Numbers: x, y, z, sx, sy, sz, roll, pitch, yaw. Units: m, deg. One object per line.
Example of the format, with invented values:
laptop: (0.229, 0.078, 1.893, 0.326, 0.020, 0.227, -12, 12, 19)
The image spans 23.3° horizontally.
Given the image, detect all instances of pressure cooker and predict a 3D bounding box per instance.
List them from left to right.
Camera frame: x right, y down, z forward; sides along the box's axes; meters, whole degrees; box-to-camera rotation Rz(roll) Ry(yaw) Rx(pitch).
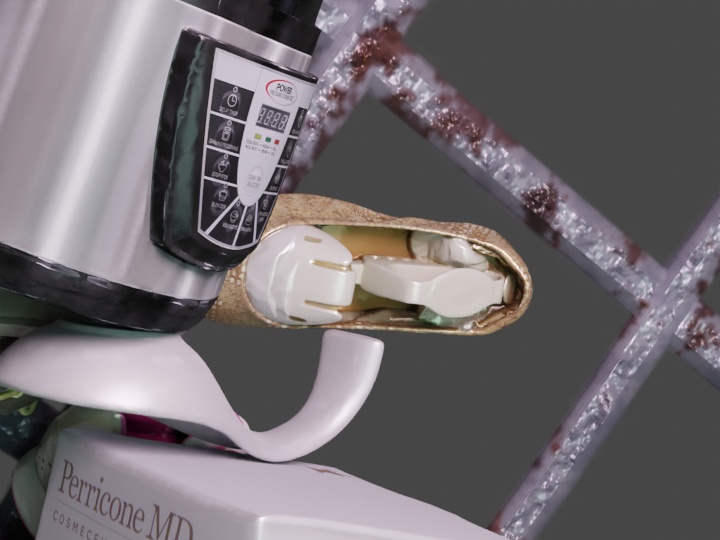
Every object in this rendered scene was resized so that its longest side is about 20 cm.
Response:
pressure cooker: (-0.111, -0.094, 0.738, 0.177, 0.176, 0.202, 20, 95, -23)

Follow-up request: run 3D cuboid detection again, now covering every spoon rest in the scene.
spoon rest: (-0.073, 0.055, 0.782, 0.199, 0.099, 0.061, 3, 94, -43)

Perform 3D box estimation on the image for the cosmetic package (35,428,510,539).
cosmetic package: (-0.046, 0.191, 0.751, 0.165, 0.167, 0.202, 14, 89, -38)

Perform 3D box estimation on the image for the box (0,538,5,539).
box: (-0.181, 0.210, 0.828, 0.199, 0.043, 0.162, 18, 70, -25)

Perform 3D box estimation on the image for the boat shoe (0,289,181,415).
boat shoe: (-0.173, 0.036, 0.808, 0.198, 0.072, 0.060, -9, 122, -24)

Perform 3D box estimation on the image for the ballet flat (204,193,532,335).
ballet flat: (0.000, 0.000, 0.873, 0.198, 0.065, 0.071, -1, 102, -23)

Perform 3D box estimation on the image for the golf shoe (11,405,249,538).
golf shoe: (-0.067, 0.113, 0.860, 0.199, 0.076, 0.092, 19, 121, -28)
